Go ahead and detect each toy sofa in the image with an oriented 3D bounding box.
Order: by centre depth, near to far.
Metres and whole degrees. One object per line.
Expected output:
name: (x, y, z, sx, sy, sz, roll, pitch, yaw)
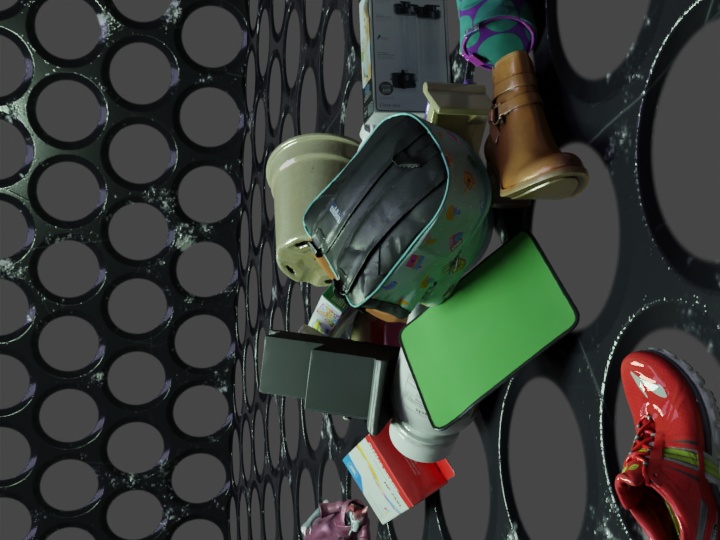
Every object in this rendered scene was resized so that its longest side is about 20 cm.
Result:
toy sofa: (0.104, -0.141, 1.259, 0.098, 0.082, 0.202, -112, 26, -51)

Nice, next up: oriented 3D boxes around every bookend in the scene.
bookend: (-0.052, 0.141, 1.296, 0.200, 0.196, 0.093, -3, -80, -82)

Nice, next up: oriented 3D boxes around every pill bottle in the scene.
pill bottle: (0.097, 0.137, 1.220, 0.115, 0.113, 0.202, -108, 24, -49)

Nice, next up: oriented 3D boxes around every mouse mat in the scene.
mouse mat: (0.131, 0.062, 1.065, 0.200, 0.008, 0.162, -42, 38, 18)

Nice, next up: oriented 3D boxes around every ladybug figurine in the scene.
ladybug figurine: (0.019, 0.138, 1.556, 0.201, 0.071, 0.137, 95, -178, -47)

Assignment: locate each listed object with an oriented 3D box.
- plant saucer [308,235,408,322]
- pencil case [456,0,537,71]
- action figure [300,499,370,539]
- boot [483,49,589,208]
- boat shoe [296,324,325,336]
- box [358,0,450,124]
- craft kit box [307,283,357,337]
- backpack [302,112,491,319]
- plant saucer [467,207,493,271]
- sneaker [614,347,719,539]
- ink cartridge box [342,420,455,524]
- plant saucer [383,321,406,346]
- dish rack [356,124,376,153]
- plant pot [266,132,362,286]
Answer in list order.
plant saucer: (0.000, 0.000, 1.296, 0.200, 0.037, 0.201, 41, 164, 15)
pencil case: (0.138, -0.329, 1.120, 0.092, 0.085, 0.202, -22, 59, 27)
action figure: (-0.022, 0.458, 1.759, 0.149, 0.134, 0.201, -45, -8, -46)
boot: (0.178, -0.150, 1.021, 0.200, 0.076, 0.157, 170, 100, -84)
boat shoe: (-0.024, 0.163, 1.440, 0.063, 0.199, 0.073, -49, 6, 12)
box: (0.061, -0.305, 1.361, 0.060, 0.115, 0.203, 151, 117, -75)
craft kit box: (-0.006, 0.028, 1.514, 0.200, 0.048, 0.198, -48, -10, -31)
backpack: (0.054, -0.066, 1.098, 0.201, 0.152, 0.177, -57, 43, 28)
plant saucer: (0.067, -0.072, 1.224, 0.027, 0.198, 0.202, -44, -29, -52)
sneaker: (0.234, 0.148, 0.765, 0.077, 0.084, 0.202, 112, 153, -53)
ink cartridge box: (0.051, 0.277, 1.398, 0.117, 0.067, 0.200, 56, 155, 12)
plant saucer: (0.083, 0.102, 1.396, 0.200, 0.050, 0.203, -179, 90, -75)
dish rack: (0.008, -0.119, 1.388, 0.201, 0.043, 0.173, -94, 21, -58)
plant pot: (-0.063, -0.085, 1.589, 0.201, 0.198, 0.185, 111, 166, -52)
